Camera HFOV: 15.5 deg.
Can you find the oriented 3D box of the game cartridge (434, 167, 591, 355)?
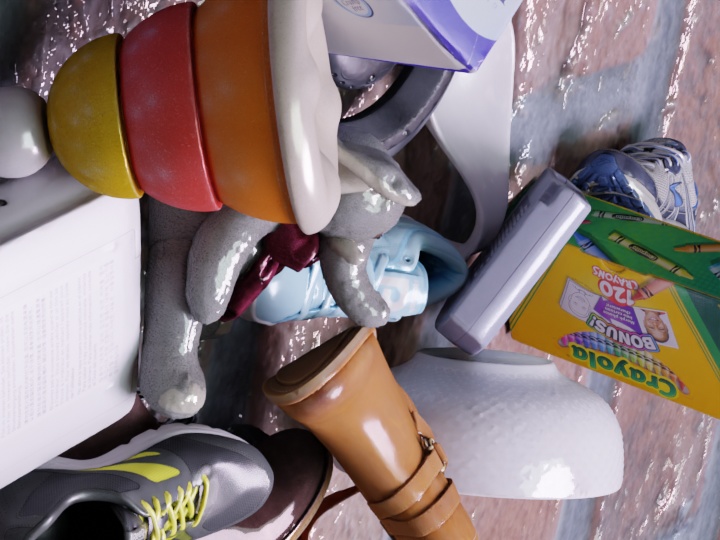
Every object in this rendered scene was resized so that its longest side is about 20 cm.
[{"bbox_3d":[0.101,-0.006,1.787,0.133,0.040,0.200,-49,-179,6],"label":"game cartridge"}]

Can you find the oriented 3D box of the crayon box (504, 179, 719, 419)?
[{"bbox_3d":[0.200,0.022,1.905,0.058,0.199,0.119,-46,143,-35],"label":"crayon box"}]

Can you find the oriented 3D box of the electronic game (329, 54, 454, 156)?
[{"bbox_3d":[-0.003,-0.151,1.629,0.200,0.042,0.201,-23,125,-38],"label":"electronic game"}]

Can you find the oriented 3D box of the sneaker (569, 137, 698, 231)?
[{"bbox_3d":[0.210,-0.066,2.004,0.200,0.077,0.086,40,66,-65],"label":"sneaker"}]

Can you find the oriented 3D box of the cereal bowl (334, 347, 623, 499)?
[{"bbox_3d":[0.082,0.099,1.788,0.200,0.199,0.084,-3,99,-56],"label":"cereal bowl"}]

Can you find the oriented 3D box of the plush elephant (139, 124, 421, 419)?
[{"bbox_3d":[-0.041,-0.025,1.529,0.165,0.154,0.201,-73,165,-78],"label":"plush elephant"}]

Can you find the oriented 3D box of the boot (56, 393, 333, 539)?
[{"bbox_3d":[-0.111,0.122,1.589,0.200,0.072,0.167,-36,136,-18],"label":"boot"}]

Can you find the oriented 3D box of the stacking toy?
[{"bbox_3d":[-0.113,-0.084,1.395,0.146,0.199,0.147,-6,90,-84],"label":"stacking toy"}]

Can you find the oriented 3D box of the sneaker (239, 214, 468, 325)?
[{"bbox_3d":[0.000,0.000,1.698,0.200,0.082,0.074,-18,123,-52],"label":"sneaker"}]

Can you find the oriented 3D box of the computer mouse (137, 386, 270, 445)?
[{"bbox_3d":[-0.102,0.107,1.666,0.059,0.034,0.200,-40,145,9],"label":"computer mouse"}]

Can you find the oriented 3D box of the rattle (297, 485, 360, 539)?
[{"bbox_3d":[-0.090,0.213,1.694,0.142,0.130,0.201,14,115,-15],"label":"rattle"}]

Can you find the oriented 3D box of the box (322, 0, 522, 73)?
[{"bbox_3d":[0.026,-0.224,1.476,0.105,0.184,0.200,45,70,-35],"label":"box"}]

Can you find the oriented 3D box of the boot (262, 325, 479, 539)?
[{"bbox_3d":[0.011,0.116,1.606,0.077,0.156,0.200,-29,176,-1],"label":"boot"}]

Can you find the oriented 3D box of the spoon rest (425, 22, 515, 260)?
[{"bbox_3d":[0.070,-0.089,1.772,0.099,0.060,0.201,-32,135,-44],"label":"spoon rest"}]

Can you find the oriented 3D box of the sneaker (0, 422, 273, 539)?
[{"bbox_3d":[-0.129,0.141,1.502,0.199,0.085,0.075,-7,112,-33],"label":"sneaker"}]

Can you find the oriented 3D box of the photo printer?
[{"bbox_3d":[-0.206,0.040,1.420,0.200,0.069,0.167,-31,134,-44],"label":"photo printer"}]
